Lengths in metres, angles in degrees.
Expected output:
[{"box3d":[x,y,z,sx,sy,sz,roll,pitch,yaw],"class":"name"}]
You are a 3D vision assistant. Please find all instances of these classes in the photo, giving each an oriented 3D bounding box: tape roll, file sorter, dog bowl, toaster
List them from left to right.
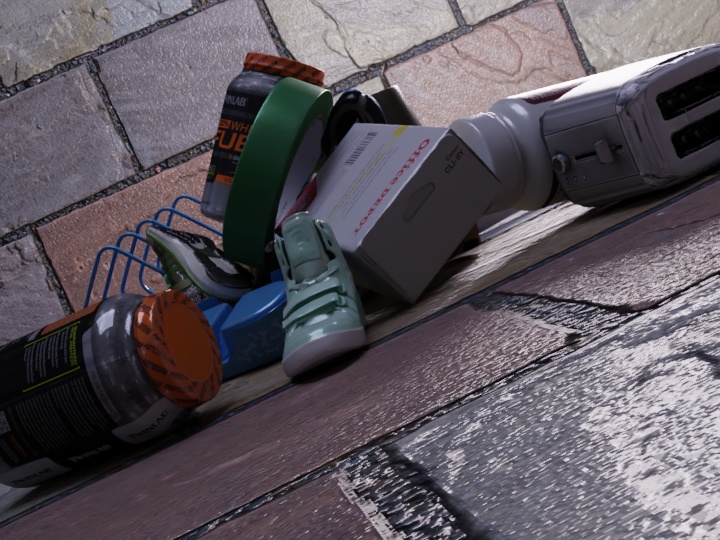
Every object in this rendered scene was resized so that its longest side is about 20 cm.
[{"box3d":[-0.233,0.011,1.533,0.200,0.122,0.139,-47,-20,-60],"class":"file sorter"},{"box3d":[-0.122,0.061,1.216,0.200,0.050,0.112,-23,20,28],"class":"dog bowl"},{"box3d":[-0.084,-0.099,1.303,0.048,0.201,0.200,19,14,8],"class":"tape roll"},{"box3d":[0.273,-0.135,1.133,0.200,0.114,0.129,-24,8,-24],"class":"toaster"}]

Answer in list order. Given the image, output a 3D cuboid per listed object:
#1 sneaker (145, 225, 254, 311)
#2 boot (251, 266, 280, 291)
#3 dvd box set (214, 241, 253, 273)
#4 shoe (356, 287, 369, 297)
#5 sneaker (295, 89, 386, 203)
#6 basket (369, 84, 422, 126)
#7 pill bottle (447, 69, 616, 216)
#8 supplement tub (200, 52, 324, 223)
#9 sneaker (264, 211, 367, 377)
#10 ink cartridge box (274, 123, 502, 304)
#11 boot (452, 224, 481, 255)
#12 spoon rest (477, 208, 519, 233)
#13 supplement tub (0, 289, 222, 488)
[{"box3d":[-0.191,0.011,1.357,0.077,0.089,0.200,15,12,-35],"class":"sneaker"},{"box3d":[-0.111,0.035,1.366,0.075,0.074,0.200,-35,15,12],"class":"boot"},{"box3d":[-0.156,0.022,1.520,0.147,0.029,0.200,-67,-10,16],"class":"dvd box set"},{"box3d":[0.000,0.000,1.367,0.070,0.053,0.200,-33,6,-1],"class":"shoe"},{"box3d":[-0.023,-0.090,1.313,0.071,0.200,0.083,20,16,0],"class":"sneaker"},{"box3d":[0.034,-0.113,1.536,0.180,0.201,0.136,-28,6,-28],"class":"basket"},{"box3d":[0.189,-0.123,1.230,0.199,0.115,0.114,-17,1,-23],"class":"pill bottle"},{"box3d":[-0.110,-0.148,1.472,0.122,0.201,0.123,13,2,-1],"class":"supplement tub"},{"box3d":[-0.046,0.015,1.038,0.074,0.119,0.200,-23,6,5],"class":"sneaker"},{"box3d":[0.022,-0.059,1.192,0.145,0.083,0.200,-52,24,-9],"class":"ink cartridge box"},{"box3d":[0.069,-0.044,1.341,0.073,0.076,0.200,-27,4,-18],"class":"boot"},{"box3d":[0.155,-0.090,1.450,0.199,0.100,0.061,-11,-21,12],"class":"spoon rest"},{"box3d":[-0.221,0.095,1.028,0.199,0.123,0.123,-23,5,22],"class":"supplement tub"}]
